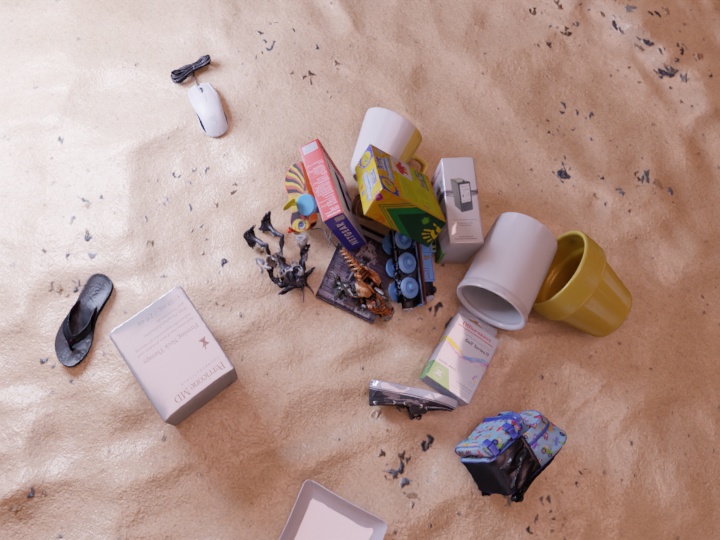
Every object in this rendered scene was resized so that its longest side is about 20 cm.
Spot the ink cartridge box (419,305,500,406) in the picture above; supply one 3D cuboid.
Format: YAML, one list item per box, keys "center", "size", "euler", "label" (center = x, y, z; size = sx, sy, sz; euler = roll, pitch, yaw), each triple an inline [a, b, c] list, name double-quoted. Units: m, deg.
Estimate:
- center: [0.230, 0.181, 1.424]
  size: [0.115, 0.067, 0.203]
  euler: [31, 71, 2]
  label: "ink cartridge box"

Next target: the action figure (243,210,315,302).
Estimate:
- center: [-0.170, -0.029, 1.410]
  size: [0.118, 0.102, 0.201]
  euler: [-38, 80, -27]
  label: "action figure"

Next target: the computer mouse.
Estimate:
- center: [-0.371, -0.415, 1.522]
  size: [0.107, 0.044, 0.204]
  euler: [-24, 79, -16]
  label: "computer mouse"

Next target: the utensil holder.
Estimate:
- center: [0.330, 0.001, 1.423]
  size: [0.167, 0.170, 0.203]
  euler: [32, 71, 2]
  label: "utensil holder"

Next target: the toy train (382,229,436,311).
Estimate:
- center: [0.118, -0.013, 1.449]
  size: [0.111, 0.086, 0.207]
  euler: [-3, 81, -29]
  label: "toy train"

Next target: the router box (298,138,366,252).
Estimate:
- center: [-0.058, -0.159, 1.402]
  size: [0.048, 0.200, 0.184]
  euler: [-22, 70, 8]
  label: "router box"

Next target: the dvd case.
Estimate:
- center: [0.000, 0.000, 1.470]
  size: [0.145, 0.016, 0.205]
  euler: [23, 72, 0]
  label: "dvd case"

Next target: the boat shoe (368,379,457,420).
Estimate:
- center: [0.110, 0.286, 1.377]
  size: [0.193, 0.070, 0.068]
  euler: [13, 79, -4]
  label: "boat shoe"

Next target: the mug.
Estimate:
- center: [0.064, -0.264, 1.496]
  size: [0.182, 0.150, 0.157]
  euler: [25, 79, 7]
  label: "mug"

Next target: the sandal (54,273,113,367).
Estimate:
- center: [-0.584, 0.098, 1.336]
  size: [0.073, 0.048, 0.206]
  euler: [16, 71, -3]
  label: "sandal"

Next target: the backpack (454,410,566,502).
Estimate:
- center: [0.318, 0.361, 1.326]
  size: [0.198, 0.183, 0.136]
  euler: [-34, 87, -19]
  label: "backpack"

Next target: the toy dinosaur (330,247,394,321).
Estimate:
- center: [0.010, 0.025, 1.380]
  size: [0.101, 0.134, 0.206]
  euler: [-28, 121, -30]
  label: "toy dinosaur"

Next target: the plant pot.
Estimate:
- center: [0.502, 0.047, 1.451]
  size: [0.187, 0.200, 0.204]
  euler: [35, 71, -14]
  label: "plant pot"

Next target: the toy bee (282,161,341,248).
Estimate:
- center: [-0.133, -0.133, 1.439]
  size: [0.106, 0.130, 0.206]
  euler: [-22, 70, 26]
  label: "toy bee"

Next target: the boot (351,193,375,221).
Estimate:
- center: [0.069, -0.134, 1.450]
  size: [0.075, 0.076, 0.197]
  euler: [31, 25, 35]
  label: "boot"

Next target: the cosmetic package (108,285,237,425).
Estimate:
- center: [-0.367, 0.175, 1.285]
  size: [0.166, 0.167, 0.202]
  euler: [-35, 82, -17]
  label: "cosmetic package"

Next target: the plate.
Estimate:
- center: [-0.069, 0.559, 1.287]
  size: [0.195, 0.032, 0.204]
  euler: [27, 72, 1]
  label: "plate"

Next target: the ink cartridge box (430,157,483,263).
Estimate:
- center: [0.217, -0.136, 1.475]
  size: [0.081, 0.146, 0.207]
  euler: [-1, 73, -7]
  label: "ink cartridge box"

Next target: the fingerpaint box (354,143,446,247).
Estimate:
- center: [0.079, -0.160, 1.358]
  size: [0.163, 0.074, 0.202]
  euler: [25, 29, -24]
  label: "fingerpaint box"
